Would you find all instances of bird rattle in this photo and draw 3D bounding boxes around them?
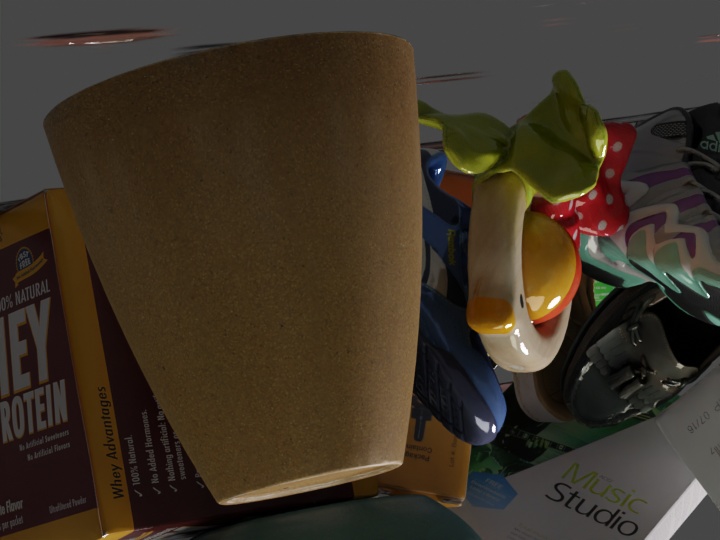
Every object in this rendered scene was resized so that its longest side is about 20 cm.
[{"bbox_3d":[0.088,-0.024,1.470,0.112,0.164,0.200,5,166,13],"label":"bird rattle"}]

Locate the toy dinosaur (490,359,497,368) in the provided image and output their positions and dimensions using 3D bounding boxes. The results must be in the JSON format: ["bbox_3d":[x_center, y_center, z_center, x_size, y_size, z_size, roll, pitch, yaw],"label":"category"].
[{"bbox_3d":[0.102,-0.009,1.886,0.199,0.103,0.136,-27,-166,8],"label":"toy dinosaur"}]

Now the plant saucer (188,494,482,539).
[{"bbox_3d":[-0.028,0.161,1.535,0.199,0.036,0.200,-11,170,-2],"label":"plant saucer"}]

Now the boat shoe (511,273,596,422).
[{"bbox_3d":[0.115,0.028,1.739,0.069,0.201,0.071,-25,127,29],"label":"boat shoe"}]

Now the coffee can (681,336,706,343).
[{"bbox_3d":[0.251,-0.019,1.747,0.146,0.147,0.200,-14,172,16],"label":"coffee can"}]

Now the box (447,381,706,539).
[{"bbox_3d":[0.135,0.132,1.678,0.144,0.036,0.200,24,-139,23],"label":"box"}]

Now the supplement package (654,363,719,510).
[{"bbox_3d":[0.299,0.090,1.669,0.117,0.118,0.200,-45,163,28],"label":"supplement package"}]

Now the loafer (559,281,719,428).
[{"bbox_3d":[0.198,0.029,1.611,0.200,0.072,0.063,-44,-166,19],"label":"loafer"}]

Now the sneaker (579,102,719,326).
[{"bbox_3d":[0.205,-0.050,1.564,0.078,0.140,0.200,40,171,-35],"label":"sneaker"}]

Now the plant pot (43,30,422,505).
[{"bbox_3d":[-0.044,0.006,1.279,0.185,0.201,0.186,-12,171,-2],"label":"plant pot"}]

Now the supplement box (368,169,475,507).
[{"bbox_3d":[0.037,0.041,1.604,0.066,0.201,0.069,11,169,-17],"label":"supplement box"}]

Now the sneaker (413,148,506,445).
[{"bbox_3d":[0.046,0.007,1.512,0.082,0.201,0.074,-18,151,-13],"label":"sneaker"}]

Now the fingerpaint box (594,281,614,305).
[{"bbox_3d":[0.106,0.020,2.069,0.166,0.074,0.200,-19,170,36],"label":"fingerpaint box"}]

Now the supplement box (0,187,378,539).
[{"bbox_3d":[-0.122,0.059,1.540,0.199,0.199,0.132,-4,169,-40],"label":"supplement box"}]
